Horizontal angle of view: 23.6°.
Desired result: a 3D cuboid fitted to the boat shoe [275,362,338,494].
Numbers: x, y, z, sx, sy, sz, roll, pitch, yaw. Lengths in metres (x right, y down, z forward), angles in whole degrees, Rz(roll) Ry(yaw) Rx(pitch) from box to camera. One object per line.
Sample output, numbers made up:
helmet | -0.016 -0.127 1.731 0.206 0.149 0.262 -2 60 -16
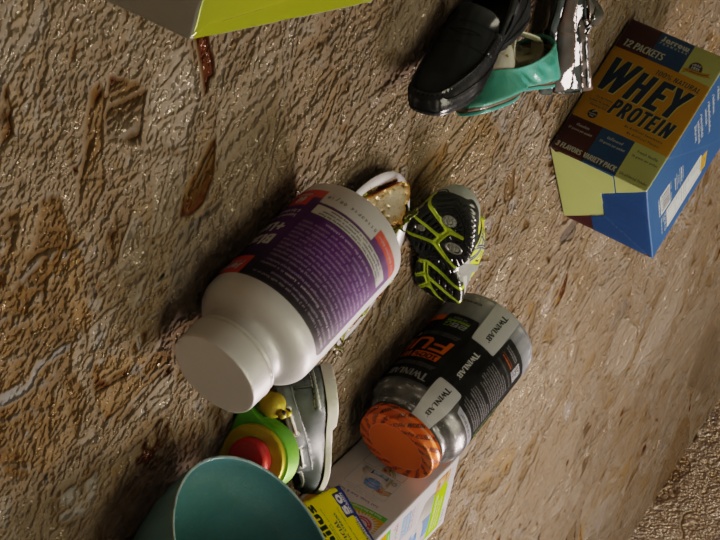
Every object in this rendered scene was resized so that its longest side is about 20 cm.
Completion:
boat shoe | -0.062 0.160 1.713 0.062 0.073 0.200 -6 144 -12

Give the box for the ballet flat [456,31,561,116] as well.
ballet flat | 0.143 -0.205 1.734 0.200 0.067 0.070 -27 115 -56

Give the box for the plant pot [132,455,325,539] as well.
plant pot | -0.135 0.284 1.531 0.135 0.200 0.200 -35 173 30

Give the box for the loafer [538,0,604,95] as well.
loafer | 0.229 -0.266 1.816 0.200 0.063 0.072 95 0 -51

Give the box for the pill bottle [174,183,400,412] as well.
pill bottle | -0.063 0.025 1.449 0.200 0.111 0.111 -47 154 -35

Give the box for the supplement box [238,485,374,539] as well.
supplement box | -0.067 0.301 1.707 0.109 0.109 0.200 -38 171 19

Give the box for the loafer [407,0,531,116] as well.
loafer | 0.100 -0.217 1.604 0.201 0.068 0.070 -52 149 -39

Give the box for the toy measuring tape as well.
toy measuring tape | -0.107 0.208 1.624 0.074 0.074 0.200 -7 122 -65

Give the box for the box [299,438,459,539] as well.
box | 0.010 0.273 1.925 0.200 0.101 0.113 -38 148 -47

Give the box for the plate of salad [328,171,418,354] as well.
plate of salad | 0.000 0.000 1.653 0.200 0.048 0.200 -49 156 -32

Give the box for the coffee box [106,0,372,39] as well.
coffee box | -0.087 -0.261 0.933 0.200 0.198 0.200 -24 137 -58

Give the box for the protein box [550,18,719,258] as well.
protein box | 0.351 -0.161 2.143 0.200 0.135 0.199 -57 158 -14

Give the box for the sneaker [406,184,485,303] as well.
sneaker | 0.095 -0.042 1.804 0.076 0.075 0.200 -61 170 -25

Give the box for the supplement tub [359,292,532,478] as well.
supplement tub | 0.093 0.129 1.917 0.200 0.122 0.123 -48 155 -34
